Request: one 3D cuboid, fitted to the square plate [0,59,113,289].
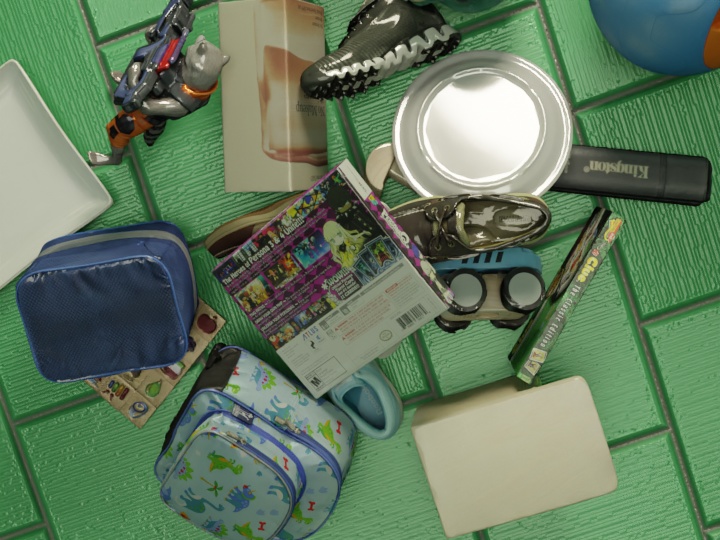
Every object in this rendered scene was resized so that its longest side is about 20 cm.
[{"bbox_3d":[-0.415,-0.104,1.278,0.197,0.028,0.201,-35,93,7],"label":"square plate"}]

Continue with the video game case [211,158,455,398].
[{"bbox_3d":[-0.031,0.014,1.149,0.199,0.036,0.182,-37,98,29],"label":"video game case"}]

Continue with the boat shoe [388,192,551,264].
[{"bbox_3d":[0.100,-0.048,1.139,0.197,0.065,0.074,-12,86,2],"label":"boat shoe"}]

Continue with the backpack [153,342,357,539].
[{"bbox_3d":[-0.115,0.211,1.217,0.198,0.148,0.184,28,126,-9],"label":"backpack"}]

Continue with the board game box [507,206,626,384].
[{"bbox_3d":[0.224,0.024,1.213,0.023,0.105,0.202,29,97,-3],"label":"board game box"}]

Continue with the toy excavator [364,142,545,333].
[{"bbox_3d":[0.102,-0.040,1.226,0.191,0.100,0.203,-1,73,-3],"label":"toy excavator"}]

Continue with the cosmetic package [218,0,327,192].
[{"bbox_3d":[-0.093,-0.187,1.205,0.086,0.103,0.204,1,98,22],"label":"cosmetic package"}]

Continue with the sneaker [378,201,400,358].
[{"bbox_3d":[0.000,0.000,1.249,0.070,0.099,0.203,-29,126,-28],"label":"sneaker"}]

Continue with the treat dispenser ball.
[{"bbox_3d":[0.331,-0.302,1.126,0.197,0.201,0.205,0,96,3],"label":"treat dispenser ball"}]

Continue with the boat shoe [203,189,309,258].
[{"bbox_3d":[-0.091,-0.035,1.210,0.198,0.072,0.073,-18,93,34],"label":"boat shoe"}]

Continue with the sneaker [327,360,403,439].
[{"bbox_3d":[-0.020,0.106,1.247,0.074,0.082,0.200,-42,92,6],"label":"sneaker"}]

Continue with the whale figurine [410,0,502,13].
[{"bbox_3d":[0.084,-0.339,1.197,0.197,0.104,0.161,7,62,22],"label":"whale figurine"}]

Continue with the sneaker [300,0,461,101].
[{"bbox_3d":[0.010,-0.249,1.198,0.198,0.066,0.091,-25,82,-23],"label":"sneaker"}]

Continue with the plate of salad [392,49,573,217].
[{"bbox_3d":[0.133,-0.149,1.215,0.196,0.048,0.203,-3,71,7],"label":"plate of salad"}]

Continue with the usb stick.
[{"bbox_3d":[0.291,-0.108,1.232,0.196,0.033,0.056,6,92,4],"label":"usb stick"}]

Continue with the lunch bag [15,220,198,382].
[{"bbox_3d":[-0.281,0.031,1.227,0.196,0.133,0.138,-7,111,3],"label":"lunch bag"}]

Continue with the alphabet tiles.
[{"bbox_3d":[-0.283,0.058,1.296,0.199,0.008,0.168,40,97,-1],"label":"alphabet tiles"}]

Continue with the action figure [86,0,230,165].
[{"bbox_3d":[-0.206,-0.209,1.194,0.104,0.192,0.202,41,54,-28],"label":"action figure"}]

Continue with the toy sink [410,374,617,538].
[{"bbox_3d":[0.170,0.193,1.230,0.197,0.112,0.132,-19,94,10],"label":"toy sink"}]
